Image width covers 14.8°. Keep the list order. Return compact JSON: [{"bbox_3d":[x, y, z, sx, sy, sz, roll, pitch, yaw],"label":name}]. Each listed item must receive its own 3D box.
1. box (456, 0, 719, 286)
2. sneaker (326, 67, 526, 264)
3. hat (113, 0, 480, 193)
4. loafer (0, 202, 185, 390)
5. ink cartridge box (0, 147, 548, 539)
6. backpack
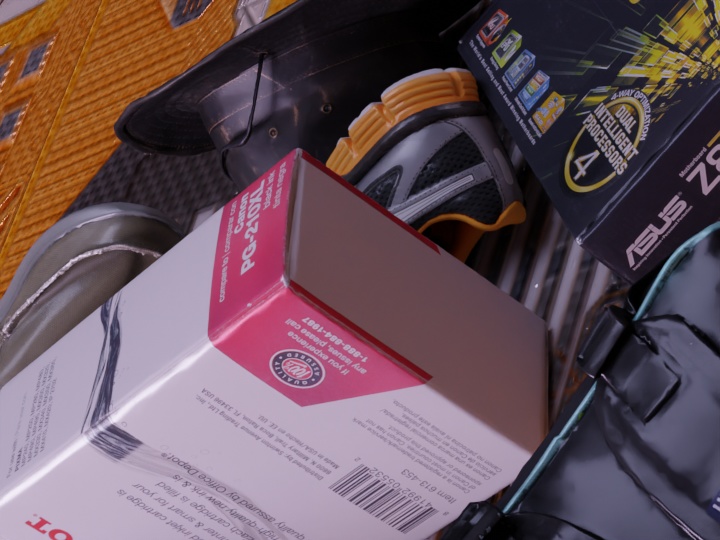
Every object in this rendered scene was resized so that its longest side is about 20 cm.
[{"bbox_3d":[0.130,-0.102,1.157,0.161,0.049,0.200,-46,28,13],"label":"box"},{"bbox_3d":[0.000,0.000,1.235,0.077,0.078,0.200,55,130,21],"label":"sneaker"},{"bbox_3d":[-0.009,-0.072,1.293,0.201,0.201,0.081,-33,75,38],"label":"hat"},{"bbox_3d":[-0.159,0.042,1.456,0.200,0.075,0.070,-45,41,30],"label":"loafer"},{"bbox_3d":[-0.042,0.063,1.151,0.200,0.145,0.084,-37,32,32],"label":"ink cartridge box"},{"bbox_3d":[0.143,0.107,0.788,0.200,0.153,0.176,36,90,25],"label":"backpack"}]
